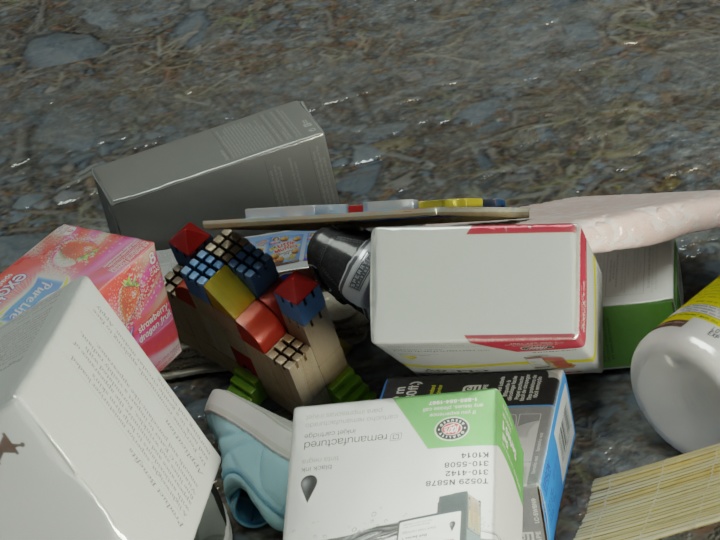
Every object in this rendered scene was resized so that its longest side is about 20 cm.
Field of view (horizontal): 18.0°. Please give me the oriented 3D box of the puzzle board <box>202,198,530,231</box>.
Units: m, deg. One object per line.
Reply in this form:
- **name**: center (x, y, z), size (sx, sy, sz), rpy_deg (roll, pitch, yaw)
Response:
- **puzzle board**: center (0.005, -0.042, 1.703), size (0.200, 0.017, 0.151), rpy_deg (-3, -1, 30)

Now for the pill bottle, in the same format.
- **pill bottle**: center (0.293, 0.046, 1.642), size (0.109, 0.109, 0.200), rpy_deg (18, 42, 42)

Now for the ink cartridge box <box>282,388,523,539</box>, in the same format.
- **ink cartridge box**: center (0.027, 0.185, 1.468), size (0.146, 0.084, 0.200), rpy_deg (-7, 50, 12)

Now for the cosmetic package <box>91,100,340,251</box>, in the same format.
- **cosmetic package**: center (-0.123, -0.061, 1.990), size (0.200, 0.107, 0.090), rpy_deg (-16, 30, -10)

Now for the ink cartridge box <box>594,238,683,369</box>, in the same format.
- **ink cartridge box**: center (0.149, 0.030, 1.771), size (0.200, 0.059, 0.104), rpy_deg (-6, 28, 11)

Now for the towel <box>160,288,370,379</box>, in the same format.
- **towel**: center (-0.082, 0.033, 1.886), size (0.200, 0.035, 0.133), rpy_deg (-9, 28, 8)

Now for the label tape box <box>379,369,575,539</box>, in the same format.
- **label tape box**: center (0.044, 0.139, 1.624), size (0.200, 0.063, 0.144), rpy_deg (-4, 30, 15)

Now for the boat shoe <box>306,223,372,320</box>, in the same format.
- **boat shoe**: center (0.000, 0.000, 1.717), size (0.066, 0.070, 0.200), rpy_deg (30, 3, 12)

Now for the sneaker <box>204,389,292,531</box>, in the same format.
- **sneaker**: center (-0.081, 0.141, 1.664), size (0.082, 0.074, 0.200), rpy_deg (-63, 18, -3)

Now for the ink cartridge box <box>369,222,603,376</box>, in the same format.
- **ink cartridge box**: center (0.095, 0.025, 1.620), size (0.145, 0.084, 0.200), rpy_deg (-2, -10, 11)

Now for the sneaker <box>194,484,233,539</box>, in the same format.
- **sneaker**: center (-0.139, 0.194, 1.586), size (0.074, 0.079, 0.200), rpy_deg (-7, 29, 13)

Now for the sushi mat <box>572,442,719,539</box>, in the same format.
- **sushi mat**: center (0.233, 0.143, 1.528), size (0.200, 0.012, 0.096), rpy_deg (-21, 24, 29)

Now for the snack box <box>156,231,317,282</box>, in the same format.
- **snack box**: center (-0.094, -0.003, 1.893), size (0.200, 0.024, 0.072), rpy_deg (-9, 28, 9)

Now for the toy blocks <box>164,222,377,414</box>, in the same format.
- **toy blocks**: center (-0.088, 0.030, 1.750), size (0.200, 0.137, 0.100), rpy_deg (30, 64, 34)

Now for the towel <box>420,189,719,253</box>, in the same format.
- **towel**: center (0.171, -0.035, 1.782), size (0.200, 0.032, 0.191), rpy_deg (-12, 7, -40)

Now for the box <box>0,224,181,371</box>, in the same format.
- **box**: center (-0.231, 0.062, 1.650), size (0.095, 0.103, 0.200), rpy_deg (9, 35, 32)

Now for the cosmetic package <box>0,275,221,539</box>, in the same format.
- **cosmetic package**: center (-0.211, 0.139, 1.447), size (0.165, 0.165, 0.200), rpy_deg (-30, 14, 17)
